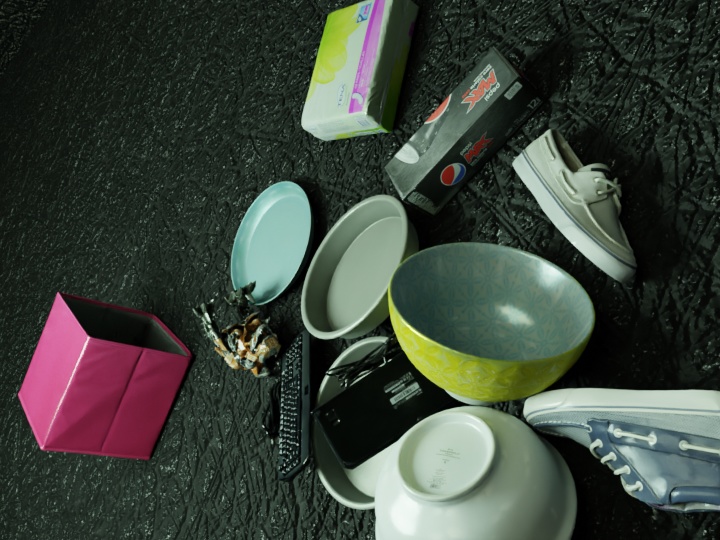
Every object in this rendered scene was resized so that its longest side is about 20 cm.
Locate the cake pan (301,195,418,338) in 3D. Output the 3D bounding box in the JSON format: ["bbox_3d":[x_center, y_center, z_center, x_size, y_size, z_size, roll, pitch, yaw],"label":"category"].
[{"bbox_3d":[0.000,0.000,0.912,0.200,0.037,0.202,-35,38,33],"label":"cake pan"}]

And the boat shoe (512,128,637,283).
[{"bbox_3d":[0.227,-0.075,0.719,0.070,0.070,0.201,-49,38,24],"label":"boat shoe"}]

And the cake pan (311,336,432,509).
[{"bbox_3d":[0.018,0.182,0.855,0.199,0.037,0.203,-21,59,40],"label":"cake pan"}]

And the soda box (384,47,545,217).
[{"bbox_3d":[0.123,-0.165,0.868,0.200,0.063,0.071,-46,46,23],"label":"soda box"}]

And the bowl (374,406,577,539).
[{"bbox_3d":[0.091,0.196,0.661,0.199,0.091,0.202,-19,33,13],"label":"bowl"}]

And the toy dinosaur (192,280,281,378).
[{"bbox_3d":[-0.185,0.103,1.063,0.199,0.102,0.137,-26,90,37],"label":"toy dinosaur"}]

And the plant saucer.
[{"bbox_3d":[-0.136,-0.041,1.123,0.199,0.027,0.203,-21,59,40],"label":"plant saucer"}]

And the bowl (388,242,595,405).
[{"bbox_3d":[0.122,0.068,0.711,0.200,0.198,0.109,45,141,46],"label":"bowl"}]

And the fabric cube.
[{"bbox_3d":[-0.443,0.183,1.233,0.196,0.199,0.201,29,97,48],"label":"fabric cube"}]

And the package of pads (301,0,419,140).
[{"bbox_3d":[-0.005,-0.299,1.058,0.153,0.068,0.203,2,75,47],"label":"package of pads"}]

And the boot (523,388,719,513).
[{"bbox_3d":[0.228,0.154,0.613,0.199,0.072,0.091,-11,60,44],"label":"boot"}]

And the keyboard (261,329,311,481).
[{"bbox_3d":[-0.101,0.179,0.939,0.104,0.039,0.202,-52,29,39],"label":"keyboard"}]

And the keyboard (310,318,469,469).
[{"bbox_3d":[0.042,0.125,0.792,0.199,0.040,0.105,-32,79,-3],"label":"keyboard"}]
